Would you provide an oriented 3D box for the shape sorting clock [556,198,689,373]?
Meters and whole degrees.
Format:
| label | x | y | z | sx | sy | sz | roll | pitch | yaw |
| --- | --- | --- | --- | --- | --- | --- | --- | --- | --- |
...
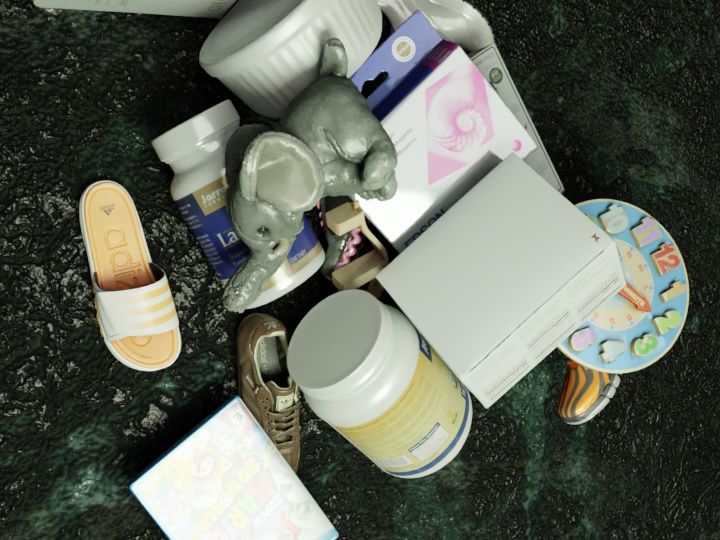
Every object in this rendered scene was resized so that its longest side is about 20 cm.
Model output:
| label | x | y | z | sx | sy | sz | roll | pitch | yaw |
| --- | --- | --- | --- | --- | --- | --- | --- | --- | --- |
| shape sorting clock | 0.289 | 0.016 | 0.892 | 0.198 | 0.039 | 0.203 | 3 | 78 | -15 |

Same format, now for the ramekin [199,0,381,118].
| label | x | y | z | sx | sy | sz | roll | pitch | yaw |
| --- | --- | --- | --- | --- | --- | --- | --- | --- | --- |
| ramekin | -0.067 | -0.249 | 0.820 | 0.203 | 0.202 | 0.094 | -51 | 122 | -17 |

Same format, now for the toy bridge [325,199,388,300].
| label | x | y | z | sx | sy | sz | roll | pitch | yaw |
| --- | --- | --- | --- | --- | --- | --- | --- | --- | --- |
| toy bridge | 0.000 | 0.000 | 0.882 | 0.067 | 0.027 | 0.201 | -28 | 139 | -24 |

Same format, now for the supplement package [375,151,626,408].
| label | x | y | z | sx | sy | sz | roll | pitch | yaw |
| --- | --- | --- | --- | --- | --- | --- | --- | --- | --- |
| supplement package | 0.147 | 0.010 | 0.821 | 0.200 | 0.156 | 0.111 | -41 | 147 | 2 |

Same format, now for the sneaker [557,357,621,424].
| label | x | y | z | sx | sy | sz | roll | pitch | yaw |
| --- | --- | --- | --- | --- | --- | --- | --- | --- | --- |
| sneaker | 0.266 | 0.077 | 0.939 | 0.112 | 0.077 | 0.201 | 39 | 65 | -20 |

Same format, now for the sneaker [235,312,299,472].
| label | x | y | z | sx | sy | sz | roll | pitch | yaw |
| --- | --- | --- | --- | --- | --- | --- | --- | --- | --- |
| sneaker | -0.101 | 0.150 | 0.869 | 0.070 | 0.075 | 0.202 | -13 | 97 | -25 |

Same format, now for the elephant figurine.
| label | x | y | z | sx | sy | sz | roll | pitch | yaw |
| --- | --- | --- | --- | --- | --- | --- | --- | --- | --- |
| elephant figurine | -0.072 | -0.085 | 0.734 | 0.199 | 0.142 | 0.156 | -27 | 72 | -15 |

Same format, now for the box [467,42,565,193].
| label | x | y | z | sx | sy | sz | roll | pitch | yaw |
| --- | --- | --- | --- | --- | --- | --- | --- | --- | --- |
| box | 0.149 | -0.150 | 0.931 | 0.116 | 0.060 | 0.201 | -37 | 105 | -21 |

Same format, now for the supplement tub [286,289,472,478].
| label | x | y | z | sx | sy | sz | roll | pitch | yaw |
| --- | --- | --- | --- | --- | --- | --- | --- | --- | --- |
| supplement tub | 0.023 | 0.127 | 0.867 | 0.145 | 0.144 | 0.200 | -55 | 130 | -15 |

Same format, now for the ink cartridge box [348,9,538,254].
| label | x | y | z | sx | sy | sz | roll | pitch | yaw |
| --- | --- | --- | --- | --- | --- | --- | --- | --- | --- |
| ink cartridge box | 0.061 | -0.143 | 0.850 | 0.196 | 0.043 | 0.200 | -44 | 105 | 2 |

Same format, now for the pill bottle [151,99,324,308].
| label | x | y | z | sx | sy | sz | roll | pitch | yaw |
| --- | --- | --- | --- | --- | --- | --- | --- | --- | --- |
| pill bottle | -0.131 | -0.071 | 0.829 | 0.115 | 0.115 | 0.201 | -35 | 105 | -22 |

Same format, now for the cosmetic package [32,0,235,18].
| label | x | y | z | sx | sy | sz | roll | pitch | yaw |
| --- | --- | --- | --- | --- | --- | --- | --- | --- | --- |
| cosmetic package | -0.215 | -0.355 | 0.753 | 0.198 | 0.167 | 0.169 | -5 | 92 | -26 |

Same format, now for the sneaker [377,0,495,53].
| label | x | y | z | sx | sy | sz | roll | pitch | yaw |
| --- | --- | --- | --- | --- | --- | --- | --- | --- | --- |
| sneaker | 0.076 | -0.310 | 0.964 | 0.198 | 0.074 | 0.088 | 24 | 92 | -18 |

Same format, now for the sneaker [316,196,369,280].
| label | x | y | z | sx | sy | sz | roll | pitch | yaw |
| --- | --- | --- | --- | --- | --- | --- | --- | --- | --- |
| sneaker | -0.028 | -0.091 | 0.915 | 0.094 | 0.079 | 0.202 | 14 | 90 | 3 |

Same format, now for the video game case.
| label | x | y | z | sx | sy | sz | roll | pitch | yaw |
| --- | --- | --- | --- | --- | --- | --- | --- | --- | --- |
| video game case | -0.131 | 0.257 | 0.831 | 0.143 | 0.018 | 0.201 | -38 | 104 | -21 |

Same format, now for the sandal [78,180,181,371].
| label | x | y | z | sx | sy | sz | roll | pitch | yaw |
| --- | --- | --- | --- | --- | --- | --- | --- | --- | --- |
| sandal | -0.242 | 0.009 | 0.805 | 0.079 | 0.059 | 0.209 | -20 | 100 | -24 |

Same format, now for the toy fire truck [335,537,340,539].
| label | x | y | z | sx | sy | sz | roll | pitch | yaw |
| --- | --- | --- | --- | --- | --- | --- | --- | --- | --- |
| toy fire truck | -0.113 | 0.293 | 0.875 | 0.140 | 0.049 | 0.201 | -32 | 104 | -18 |
